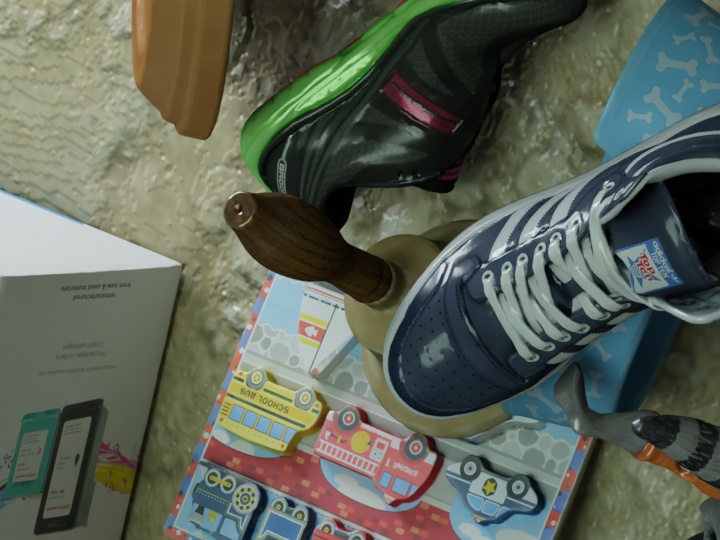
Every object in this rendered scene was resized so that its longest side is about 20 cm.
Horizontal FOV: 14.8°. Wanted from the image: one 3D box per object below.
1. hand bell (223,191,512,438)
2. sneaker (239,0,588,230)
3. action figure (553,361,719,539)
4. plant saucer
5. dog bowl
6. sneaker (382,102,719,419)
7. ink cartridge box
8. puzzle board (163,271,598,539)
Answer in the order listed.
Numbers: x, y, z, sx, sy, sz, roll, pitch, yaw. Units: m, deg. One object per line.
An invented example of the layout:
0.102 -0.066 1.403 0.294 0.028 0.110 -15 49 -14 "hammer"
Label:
0.000 0.000 1.200 0.104 0.200 0.105 -9 70 27 "hand bell"
0.035 -0.083 1.273 0.200 0.077 0.084 -33 91 35 "sneaker"
0.162 0.109 1.138 0.200 0.105 0.193 -36 109 25 "action figure"
-0.082 -0.162 1.281 0.037 0.200 0.202 3 95 -8 "plant saucer"
0.122 -0.019 1.186 0.049 0.111 0.201 24 106 15 "dog bowl"
0.089 0.004 1.086 0.199 0.109 0.070 -33 99 13 "sneaker"
-0.207 0.073 1.392 0.146 0.146 0.201 22 104 31 "ink cartridge box"
0.010 0.087 1.296 0.199 0.017 0.152 20 87 32 "puzzle board"
